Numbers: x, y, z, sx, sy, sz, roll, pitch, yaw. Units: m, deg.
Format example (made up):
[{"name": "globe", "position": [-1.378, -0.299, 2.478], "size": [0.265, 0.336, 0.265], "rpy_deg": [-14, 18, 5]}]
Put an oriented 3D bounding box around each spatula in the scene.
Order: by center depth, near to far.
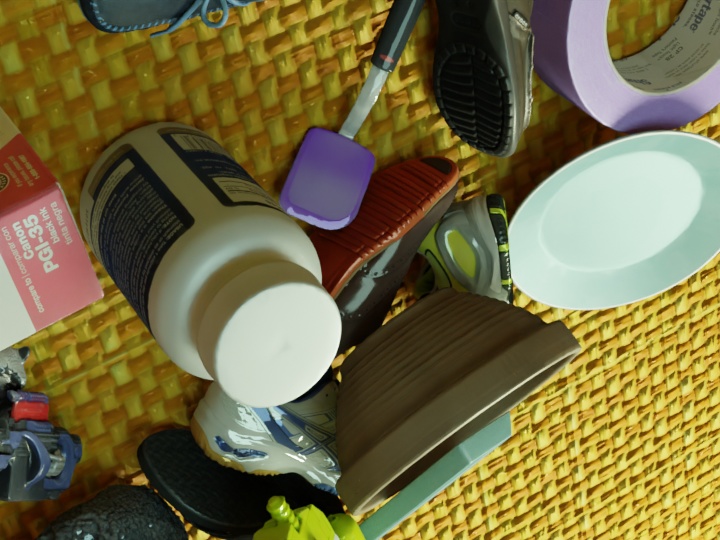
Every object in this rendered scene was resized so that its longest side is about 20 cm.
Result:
[{"name": "spatula", "position": [0.007, -0.124, 1.042], "size": [0.056, 0.021, 0.202], "rpy_deg": [23, 101, -14]}]

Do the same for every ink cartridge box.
[{"name": "ink cartridge box", "position": [-0.266, -0.001, 0.864], "size": [0.198, 0.146, 0.084], "rpy_deg": [-28, 128, -16]}]

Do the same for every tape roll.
[{"name": "tape roll", "position": [0.213, -0.203, 1.105], "size": [0.198, 0.066, 0.202], "rpy_deg": [-16, 125, -24]}]

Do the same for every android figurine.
[{"name": "android figurine", "position": [-0.022, 0.249, 1.073], "size": [0.041, 0.183, 0.202], "rpy_deg": [-18, 116, 19]}]

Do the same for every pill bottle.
[{"name": "pill bottle", "position": [-0.091, -0.003, 0.940], "size": [0.110, 0.200, 0.112], "rpy_deg": [-15, 125, -23]}]

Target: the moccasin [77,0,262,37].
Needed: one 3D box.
[{"name": "moccasin", "position": [-0.076, -0.199, 0.919], "size": [0.199, 0.068, 0.081], "rpy_deg": [-30, 129, -14]}]

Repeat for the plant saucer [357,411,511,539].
[{"name": "plant saucer", "position": [0.039, 0.171, 1.148], "size": [0.070, 0.019, 0.200], "rpy_deg": [-25, 165, -49]}]

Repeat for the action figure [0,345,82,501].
[{"name": "action figure", "position": [-0.263, 0.132, 0.958], "size": [0.200, 0.103, 0.196], "rpy_deg": [52, 56, -71]}]

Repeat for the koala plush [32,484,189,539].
[{"name": "koala plush", "position": [-0.135, 0.263, 1.053], "size": [0.177, 0.198, 0.186], "rpy_deg": [31, 83, -58]}]

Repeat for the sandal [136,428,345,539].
[{"name": "sandal", "position": [-0.091, 0.175, 1.137], "size": [0.048, 0.076, 0.199], "rpy_deg": [-41, 135, 25]}]

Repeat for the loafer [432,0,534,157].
[{"name": "loafer", "position": [0.094, -0.167, 1.044], "size": [0.071, 0.073, 0.202], "rpy_deg": [-41, 142, -32]}]

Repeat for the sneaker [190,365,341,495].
[{"name": "sneaker", "position": [-0.026, 0.111, 1.134], "size": [0.198, 0.075, 0.089], "rpy_deg": [15, 108, -38]}]

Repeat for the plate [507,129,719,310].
[{"name": "plate", "position": [0.203, -0.042, 1.187], "size": [0.197, 0.026, 0.201], "rpy_deg": [-10, 140, -8]}]

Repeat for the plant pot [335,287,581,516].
[{"name": "plant pot", "position": [0.050, 0.077, 1.075], "size": [0.200, 0.093, 0.201], "rpy_deg": [-35, 170, -7]}]

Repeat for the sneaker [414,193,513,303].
[{"name": "sneaker", "position": [0.080, 0.026, 1.167], "size": [0.075, 0.076, 0.202], "rpy_deg": [-4, 128, 6]}]

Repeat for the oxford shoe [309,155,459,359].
[{"name": "oxford shoe", "position": [0.000, 0.000, 1.081], "size": [0.200, 0.071, 0.073], "rpy_deg": [-43, 129, -10]}]
